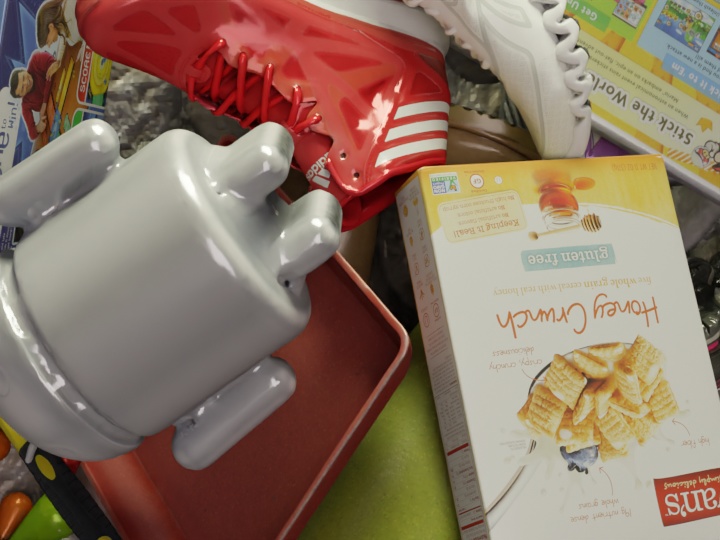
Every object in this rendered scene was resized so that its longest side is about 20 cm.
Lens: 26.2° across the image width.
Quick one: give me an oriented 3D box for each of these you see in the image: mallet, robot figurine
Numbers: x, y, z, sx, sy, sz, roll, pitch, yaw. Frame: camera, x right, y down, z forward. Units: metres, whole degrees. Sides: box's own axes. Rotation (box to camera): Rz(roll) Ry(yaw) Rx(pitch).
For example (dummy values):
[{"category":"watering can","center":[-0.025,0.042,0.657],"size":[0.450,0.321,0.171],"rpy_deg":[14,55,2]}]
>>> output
[{"category":"mallet","center":[-0.170,0.080,0.814],"size":[0.199,0.041,0.066],"rpy_deg":[38,77,27]},{"category":"robot figurine","center":[-0.102,0.013,0.729],"size":[0.199,0.113,0.170],"rpy_deg":[-33,99,9]}]

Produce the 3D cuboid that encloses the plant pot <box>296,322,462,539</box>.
[{"category":"plant pot","center":[0.060,0.111,0.831],"size":[0.185,0.187,0.202],"rpy_deg":[23,84,-14]}]

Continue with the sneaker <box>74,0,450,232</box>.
[{"category":"sneaker","center":[-0.041,-0.086,0.765],"size":[0.198,0.079,0.117],"rpy_deg":[3,61,-17]}]

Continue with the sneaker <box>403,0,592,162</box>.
[{"category":"sneaker","center":[0.058,-0.143,0.781],"size":[0.080,0.075,0.202],"rpy_deg":[-23,99,-1]}]

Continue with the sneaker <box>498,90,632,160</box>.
[{"category":"sneaker","center":[0.140,-0.071,0.913],"size":[0.113,0.073,0.203],"rpy_deg":[12,99,-22]}]

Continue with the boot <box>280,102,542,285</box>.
[{"category":"boot","center":[0.000,0.000,0.873],"size":[0.173,0.066,0.202],"rpy_deg":[14,92,15]}]

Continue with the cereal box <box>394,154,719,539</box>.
[{"category":"cereal box","center":[0.103,0.045,0.758],"size":[0.142,0.040,0.202],"rpy_deg":[-5,74,-23]}]

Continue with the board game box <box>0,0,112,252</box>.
[{"category":"board game box","center":[-0.175,-0.082,0.799],"size":[0.034,0.135,0.203],"rpy_deg":[11,92,13]}]

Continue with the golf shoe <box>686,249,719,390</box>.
[{"category":"golf shoe","center":[0.247,0.013,0.949],"size":[0.199,0.077,0.089],"rpy_deg":[-27,132,-16]}]

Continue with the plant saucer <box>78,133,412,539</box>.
[{"category":"plant saucer","center":[-0.065,0.062,0.806],"size":[0.036,0.200,0.201],"rpy_deg":[19,111,-43]}]

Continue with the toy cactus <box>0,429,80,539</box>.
[{"category":"toy cactus","center":[-0.245,0.171,0.841],"size":[0.198,0.102,0.167],"rpy_deg":[-9,108,-20]}]

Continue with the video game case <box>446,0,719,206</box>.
[{"category":"video game case","center":[0.171,-0.158,0.850],"size":[0.199,0.023,0.183],"rpy_deg":[28,90,-14]}]
